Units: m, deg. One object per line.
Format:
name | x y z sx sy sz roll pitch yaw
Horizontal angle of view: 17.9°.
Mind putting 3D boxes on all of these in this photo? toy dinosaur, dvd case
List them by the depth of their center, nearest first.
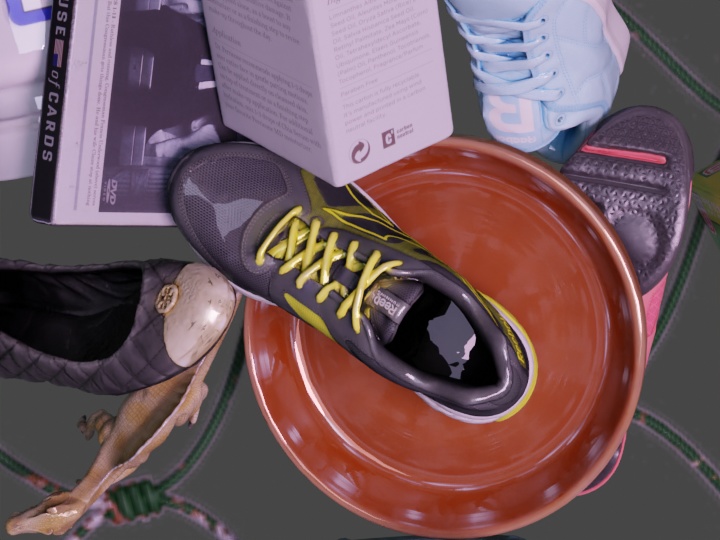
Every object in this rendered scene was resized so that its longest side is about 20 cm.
dvd case | -0.065 -0.095 1.105 0.199 0.025 0.151 0 101 -41
toy dinosaur | -0.097 0.060 1.141 0.058 0.101 0.200 38 91 -10

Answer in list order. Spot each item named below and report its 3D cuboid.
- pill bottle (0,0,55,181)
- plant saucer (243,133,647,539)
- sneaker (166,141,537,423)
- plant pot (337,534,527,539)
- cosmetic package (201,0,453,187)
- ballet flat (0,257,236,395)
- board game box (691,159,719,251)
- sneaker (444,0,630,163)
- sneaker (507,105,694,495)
pill bottle | -0.166 -0.149 1.102 0.111 0.112 0.201 -12 100 -3
plant saucer | 0.042 0.032 1.120 0.199 0.032 0.202 3 102 14
sneaker | 0.000 0.000 1.055 0.199 0.085 0.075 31 88 0
plant pot | 0.025 0.230 1.140 0.199 0.200 0.189 -3 87 -4
cosmetic package | -0.024 -0.151 1.024 0.071 0.101 0.201 -26 124 -27
ballet flat | -0.141 0.022 1.101 0.057 0.199 0.067 41 57 -41
board game box | 0.240 0.035 1.165 0.047 0.102 0.201 -28 99 0
sneaker | 0.082 -0.100 1.084 0.074 0.200 0.082 6 80 26
sneaker | 0.119 0.009 1.159 0.073 0.087 0.201 16 105 8
